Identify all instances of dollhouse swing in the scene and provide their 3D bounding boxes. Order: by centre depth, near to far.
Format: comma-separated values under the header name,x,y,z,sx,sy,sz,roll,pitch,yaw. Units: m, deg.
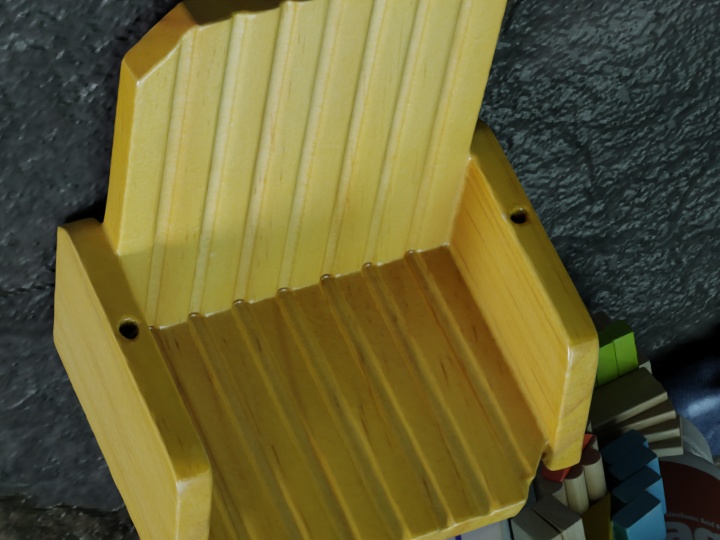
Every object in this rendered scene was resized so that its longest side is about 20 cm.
name,x,y,z,sx,sy,sz,roll,pitch,yaw
dollhouse swing,0.000,0.000,1.081,0.200,0.182,0.176,-15,156,-26

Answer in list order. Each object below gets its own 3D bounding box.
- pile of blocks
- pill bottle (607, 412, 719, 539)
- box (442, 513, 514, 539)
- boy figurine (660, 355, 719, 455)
name,x,y,z,sx,sy,sz,roll,pitch,yaw
pile of blocks,0.106,0.073,1.239,0.082,0.200,0.062,-9,131,6
pill bottle,0.137,0.155,1.281,0.112,0.200,0.112,-1,124,-1
box,0.023,0.156,1.226,0.105,0.200,0.184,-9,145,5
boy figurine,0.228,0.059,1.427,0.200,0.064,0.125,-23,141,-13
